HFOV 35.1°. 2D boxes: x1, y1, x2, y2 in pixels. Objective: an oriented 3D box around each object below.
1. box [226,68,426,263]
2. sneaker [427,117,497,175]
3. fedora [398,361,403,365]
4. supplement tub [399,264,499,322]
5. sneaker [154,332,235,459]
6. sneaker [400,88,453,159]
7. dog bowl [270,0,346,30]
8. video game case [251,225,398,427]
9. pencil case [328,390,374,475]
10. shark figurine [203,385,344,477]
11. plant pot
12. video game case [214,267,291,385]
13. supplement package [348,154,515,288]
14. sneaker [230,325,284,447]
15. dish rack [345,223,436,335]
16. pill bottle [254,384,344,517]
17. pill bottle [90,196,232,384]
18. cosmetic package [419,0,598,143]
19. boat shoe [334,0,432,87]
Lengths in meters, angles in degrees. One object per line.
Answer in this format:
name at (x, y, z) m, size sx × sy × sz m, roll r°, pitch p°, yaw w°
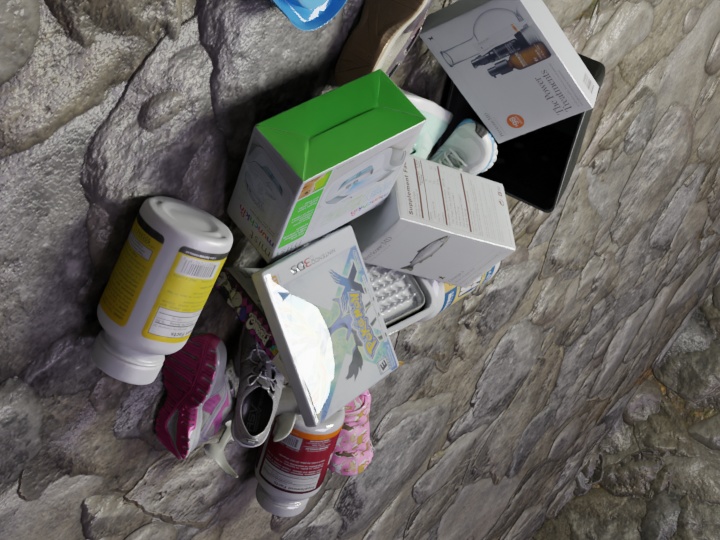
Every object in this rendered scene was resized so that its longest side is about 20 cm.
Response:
box at (-0.045, -0.126, 1.377) m, size 0.200 × 0.097 × 0.177 m, roll -30°, pitch 161°, yaw -33°
sneaker at (0.123, -0.140, 1.623) m, size 0.087 × 0.075 × 0.200 m, roll -38°, pitch 173°, yaw -31°
fedora at (-0.036, 0.111, 1.658) m, size 0.200 × 0.200 × 0.082 m, roll 4°, pitch 82°, yaw -57°
supplement tub at (0.101, -0.009, 1.724) m, size 0.200 × 0.145 × 0.145 m, roll -31°, pitch 144°, yaw -36°
sneaker at (-0.211, 0.156, 1.518) m, size 0.088 × 0.081 × 0.200 m, roll -27°, pitch 148°, yaw -46°
sneaker at (0.054, -0.181, 1.536) m, size 0.200 × 0.074 × 0.118 m, roll 11°, pitch 106°, yaw -62°
dog bowl at (-0.074, -0.339, 1.207) m, size 0.112 × 0.050 × 0.200 m, roll -53°, pitch 152°, yaw -2°
video game case at (-0.038, 0.065, 1.414) m, size 0.182 × 0.022 × 0.200 m, roll -31°, pitch 106°, yaw -48°
pencil case at (-0.024, 0.259, 1.895) m, size 0.086 × 0.083 × 0.200 m, roll -37°, pitch 147°, yaw -26°
shark figurine at (-0.147, 0.197, 1.645) m, size 0.214 × 0.128 × 0.090 m, roll -25°, pitch 129°, yaw -20°
plant pot at (0.251, -0.240, 1.670) m, size 0.177 × 0.199 × 0.200 m, roll -43°, pitch 153°, yaw -46°
video game case at (-0.075, 0.069, 1.508) m, size 0.036 × 0.181 × 0.200 m, roll -51°, pitch 155°, yaw 22°
supplement package at (0.095, -0.068, 1.568) m, size 0.200 × 0.118 × 0.117 m, roll 14°, pitch 145°, yaw -31°
sneaker at (-0.128, 0.144, 1.547) m, size 0.082 × 0.075 × 0.200 m, roll 170°, pitch -74°, yaw -77°
dish rack at (0.000, 0.000, 1.564) m, size 0.172 × 0.200 × 0.044 m, roll -23°, pitch 168°, yaw -44°
pill bottle at (-0.101, 0.282, 1.774) m, size 0.113 × 0.113 × 0.200 m, roll -20°, pitch 137°, yaw -46°
pill bottle at (-0.233, 0.026, 1.299) m, size 0.111 × 0.111 × 0.200 m, roll 2°, pitch 119°, yaw -57°
cosmetic package at (0.195, -0.273, 1.489) m, size 0.200 × 0.151 × 0.052 m, roll 48°, pitch 45°, yaw -27°
boat shoe at (0.041, -0.303, 1.400) m, size 0.200 × 0.072 × 0.065 m, roll -59°, pitch 157°, yaw 17°
